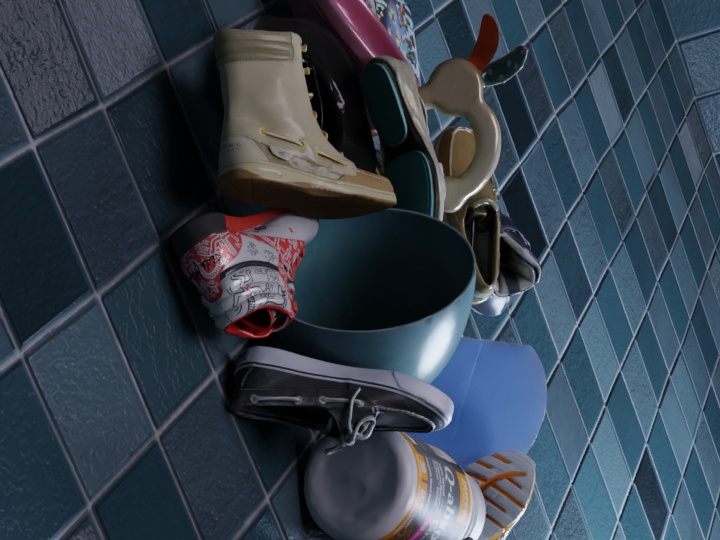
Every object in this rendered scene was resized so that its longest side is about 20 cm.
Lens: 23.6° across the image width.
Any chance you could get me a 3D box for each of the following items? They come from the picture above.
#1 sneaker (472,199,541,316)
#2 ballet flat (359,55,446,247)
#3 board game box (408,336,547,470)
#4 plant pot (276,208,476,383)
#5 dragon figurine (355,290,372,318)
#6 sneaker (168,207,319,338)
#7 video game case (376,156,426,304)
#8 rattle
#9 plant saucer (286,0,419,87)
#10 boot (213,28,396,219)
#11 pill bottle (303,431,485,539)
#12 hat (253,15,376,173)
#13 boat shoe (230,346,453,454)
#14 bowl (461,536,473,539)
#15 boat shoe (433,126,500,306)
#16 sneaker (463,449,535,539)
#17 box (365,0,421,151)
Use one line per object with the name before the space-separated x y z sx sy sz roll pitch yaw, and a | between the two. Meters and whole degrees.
sneaker | 0.154 0.007 1.972 0.146 0.077 0.203 -119 -170 -48
ballet flat | 0.054 -0.119 1.708 0.062 0.067 0.201 -7 82 -51
board game box | 0.094 0.135 1.755 0.039 0.199 0.159 44 -57 59
plant pot | 0.011 0.052 1.619 0.200 0.199 0.135 -69 159 -53
dragon figurine | 0.000 0.000 1.754 0.099 0.059 0.201 -8 81 -67
sneaker | -0.084 0.004 1.532 0.201 0.067 0.108 -8 67 -61
video game case | 0.041 -0.039 1.803 0.201 0.025 0.181 65 7 17
rattle | 0.105 -0.162 1.804 0.201 0.130 0.143 -69 159 2
plant saucer | -0.014 -0.250 1.820 0.201 0.051 0.201 49 13 -16
boot | -0.050 -0.131 1.551 0.199 0.073 0.156 9 68 -41
pill bottle | 0.039 0.216 1.642 0.200 0.116 0.117 31 48 -57
hat | -0.070 -0.149 1.670 0.200 0.081 0.202 36 43 -43
boat shoe | -0.016 0.123 1.520 0.198 0.074 0.068 16 57 -12
bowl | 0.037 0.329 1.553 0.201 0.090 0.202 15 90 -89
boat shoe | 0.124 -0.067 1.849 0.071 0.076 0.201 -3 75 -21
sneaker | 0.113 0.271 1.758 0.200 0.078 0.077 -54 155 -8
box | 0.026 -0.232 1.976 0.137 0.040 0.201 24 55 -59
